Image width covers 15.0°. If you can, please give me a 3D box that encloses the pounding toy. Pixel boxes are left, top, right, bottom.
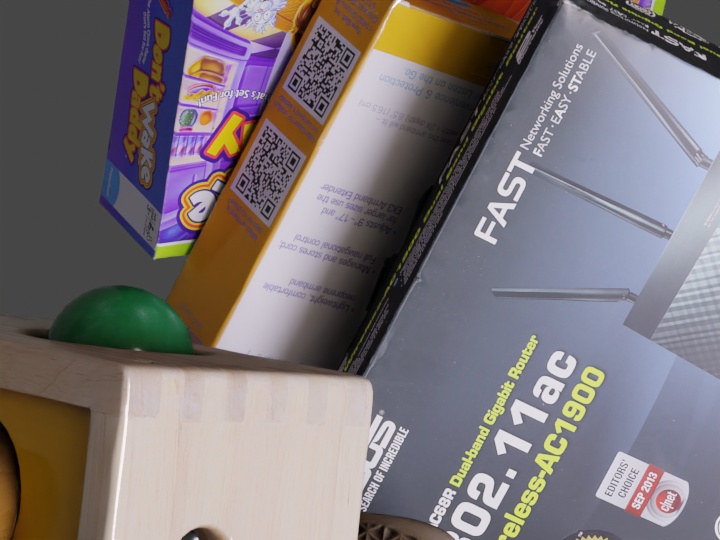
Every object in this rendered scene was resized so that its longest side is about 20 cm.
[{"bbox_3d":[-0.113,0.075,0.862,0.142,0.184,0.201,4,93,-43],"label":"pounding toy"}]

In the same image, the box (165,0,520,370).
[{"bbox_3d":[0.000,0.000,0.952,0.119,0.041,0.200,16,112,-41],"label":"box"}]

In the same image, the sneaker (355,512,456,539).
[{"bbox_3d":[-0.016,0.130,0.916,0.075,0.200,0.071,11,63,-42],"label":"sneaker"}]

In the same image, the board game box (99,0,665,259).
[{"bbox_3d":[0.014,-0.083,0.964,0.199,0.045,0.135,-8,123,-31],"label":"board game box"}]

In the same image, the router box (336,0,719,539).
[{"bbox_3d":[0.085,0.020,0.907,0.149,0.062,0.201,25,105,-7],"label":"router box"}]
